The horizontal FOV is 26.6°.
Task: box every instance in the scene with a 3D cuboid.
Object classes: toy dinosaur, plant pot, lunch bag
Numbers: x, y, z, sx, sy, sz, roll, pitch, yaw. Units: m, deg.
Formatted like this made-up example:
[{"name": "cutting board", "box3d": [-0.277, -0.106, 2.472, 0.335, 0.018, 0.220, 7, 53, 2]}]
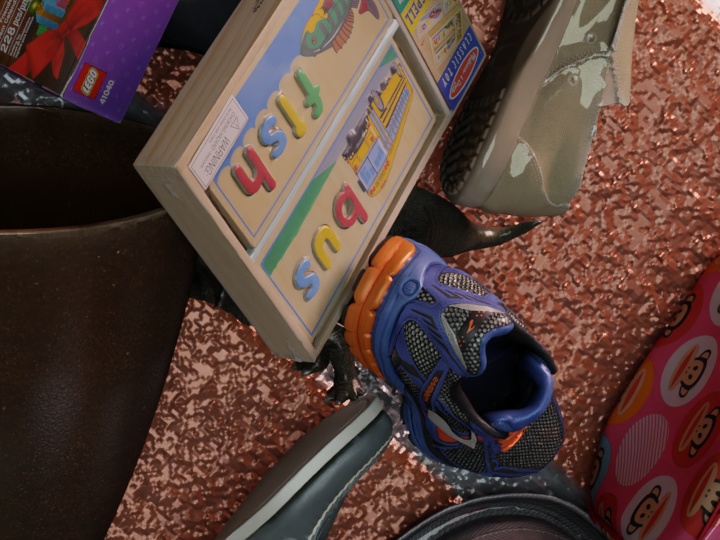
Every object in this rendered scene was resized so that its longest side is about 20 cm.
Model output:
[{"name": "toy dinosaur", "box3d": [0.000, 0.000, 0.767, 0.200, 0.077, 0.102, -18, 112, -2]}, {"name": "plant pot", "box3d": [-0.167, 0.044, 0.707, 0.187, 0.187, 0.200, 2, 111, -9]}, {"name": "lunch bag", "box3d": [0.202, 0.070, 0.754, 0.082, 0.176, 0.200, 31, 92, -11]}]

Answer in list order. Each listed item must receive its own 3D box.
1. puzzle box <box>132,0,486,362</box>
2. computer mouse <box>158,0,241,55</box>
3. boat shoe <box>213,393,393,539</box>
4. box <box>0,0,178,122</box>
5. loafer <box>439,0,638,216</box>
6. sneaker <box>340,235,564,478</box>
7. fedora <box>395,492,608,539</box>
[{"name": "puzzle box", "box3d": [-0.014, -0.075, 0.690, 0.200, 0.025, 0.133, -61, 139, -28]}, {"name": "computer mouse", "box3d": [-0.051, -0.149, 0.752, 0.200, 0.053, 0.139, 9, 96, -10]}, {"name": "boat shoe", "box3d": [-0.044, 0.148, 0.762, 0.062, 0.073, 0.200, 41, 95, -4]}, {"name": "box", "box3d": [-0.120, -0.181, 0.700, 0.039, 0.137, 0.200, 23, 93, -49]}, {"name": "loafer", "box3d": [0.108, -0.114, 0.772, 0.068, 0.076, 0.200, 27, 90, -20]}, {"name": "sneaker", "box3d": [0.060, 0.060, 0.741, 0.075, 0.078, 0.200, -57, 145, -8]}, {"name": "fedora", "box3d": [0.073, 0.219, 0.795, 0.177, 0.090, 0.200, 36, 91, -11]}]
